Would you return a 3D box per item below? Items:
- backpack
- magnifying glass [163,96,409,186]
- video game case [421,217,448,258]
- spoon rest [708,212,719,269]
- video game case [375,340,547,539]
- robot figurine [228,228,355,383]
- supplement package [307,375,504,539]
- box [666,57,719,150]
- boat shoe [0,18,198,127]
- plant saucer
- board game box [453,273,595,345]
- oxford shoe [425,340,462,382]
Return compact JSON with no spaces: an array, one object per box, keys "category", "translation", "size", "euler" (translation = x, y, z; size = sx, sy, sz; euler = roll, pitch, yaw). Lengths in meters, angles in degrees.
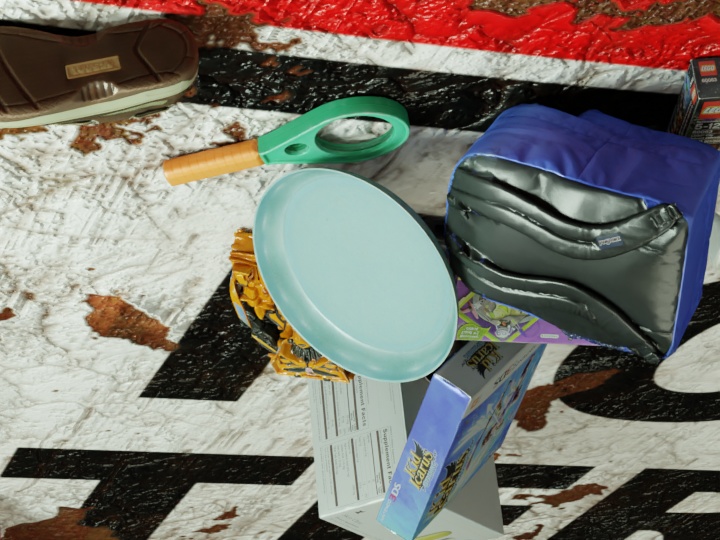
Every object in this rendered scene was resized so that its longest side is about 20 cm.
[{"category":"backpack","translation":[0.174,-0.041,1.605],"size":[0.199,0.168,0.163],"euler":[15,124,18]},{"category":"magnifying glass","translation":[-0.058,-0.098,1.617],"size":[0.199,0.022,0.080],"euler":[-11,155,11]},{"category":"video game case","translation":[0.059,0.010,1.875],"size":[0.180,0.026,0.200],"euler":[7,152,-27]},{"category":"spoon rest","translation":[0.219,-0.046,1.755],"size":[0.199,0.061,0.100],"euler":[10,130,-13]},{"category":"video game case","translation":[0.103,0.136,1.931],"size":[0.181,0.045,0.200],"euler":[-38,155,-46]},{"category":"robot figurine","translation":[-0.051,0.038,1.825],"size":[0.144,0.058,0.200],"euler":[6,147,15]},{"category":"supplement package","translation":[0.048,0.193,2.114],"size":[0.111,0.156,0.200],"euler":[-20,152,26]},{"category":"box","translation":[0.351,-0.125,1.637],"size":[0.199,0.038,0.137],"euler":[-5,155,-4]},{"category":"boat shoe","translation":[-0.216,-0.128,1.452],"size":[0.201,0.075,0.075],"euler":[-3,161,-8]},{"category":"plant saucer","translation":[0.000,0.000,1.661],"size":[0.027,0.200,0.200],"euler":[-41,-177,-42]},{"category":"board game box","translation":[0.174,0.006,1.806],"size":[0.199,0.120,0.032],"euler":[3,-165,-19]},{"category":"oxford shoe","translation":[0.060,0.042,1.827],"size":[0.071,0.073,0.200],"euler":[-11,154,11]}]
